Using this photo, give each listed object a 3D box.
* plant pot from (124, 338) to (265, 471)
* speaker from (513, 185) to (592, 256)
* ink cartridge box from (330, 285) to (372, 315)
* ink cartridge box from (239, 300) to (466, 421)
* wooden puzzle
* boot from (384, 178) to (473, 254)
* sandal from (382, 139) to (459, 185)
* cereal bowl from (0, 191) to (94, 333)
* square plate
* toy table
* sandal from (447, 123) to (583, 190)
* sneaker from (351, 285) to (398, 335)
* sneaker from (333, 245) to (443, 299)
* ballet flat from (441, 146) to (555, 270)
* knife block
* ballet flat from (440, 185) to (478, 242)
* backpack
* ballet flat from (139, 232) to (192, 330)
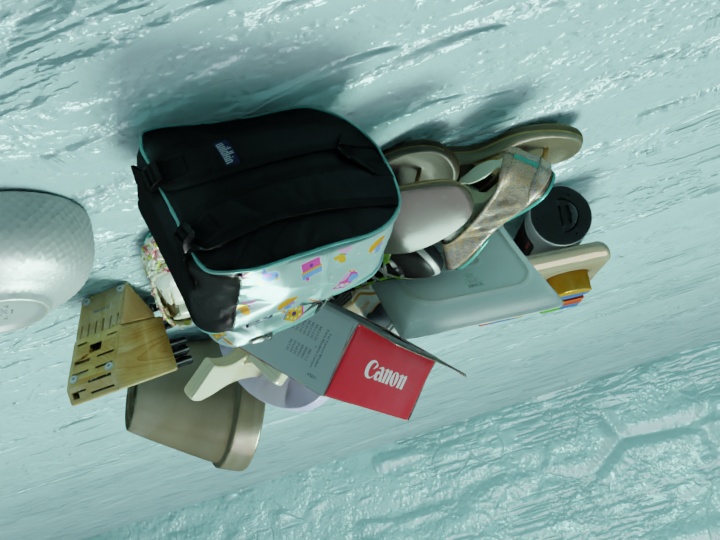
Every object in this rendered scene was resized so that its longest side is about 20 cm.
[{"bbox_3d":[-0.241,0.179,1.439,0.172,0.202,0.200,10,155,-19],"label":"plant pot"},{"bbox_3d":[0.245,-0.039,1.325,0.080,0.082,0.200,-14,164,-6],"label":"speaker"},{"bbox_3d":[0.044,0.023,1.350,0.198,0.076,0.165,-7,162,-25],"label":"ink cartridge box"},{"bbox_3d":[-0.006,0.094,1.065,0.175,0.084,0.200,26,179,32],"label":"ink cartridge box"},{"bbox_3d":[0.223,0.030,1.311,0.183,0.047,0.200,-12,162,-1],"label":"wooden puzzle"},{"bbox_3d":[0.014,-0.055,0.956,0.198,0.076,0.074,-17,125,23],"label":"boot"},{"bbox_3d":[0.013,-0.070,1.027,0.198,0.055,0.082,-19,138,24],"label":"sandal"},{"bbox_3d":[-0.342,0.006,0.935,0.198,0.084,0.200,-15,164,-4],"label":"cereal bowl"},{"bbox_3d":[0.104,-0.010,1.154,0.198,0.199,0.029,-11,129,-17],"label":"square plate"},{"bbox_3d":[-0.129,0.086,1.227,0.199,0.185,0.117,24,177,33],"label":"toy table"},{"bbox_3d":[0.140,-0.106,1.062,0.198,0.054,0.080,-13,161,-7],"label":"sandal"},{"bbox_3d":[0.066,-0.007,1.232,0.200,0.079,0.079,-50,175,-35],"label":"sneaker"},{"bbox_3d":[0.000,0.000,1.092,0.199,0.083,0.072,6,150,40],"label":"sneaker"},{"bbox_3d":[0.121,-0.068,1.032,0.067,0.068,0.200,28,143,-12],"label":"ballet flat"},{"bbox_3d":[-0.262,0.110,1.193,0.063,0.201,0.176,-20,133,14],"label":"knife block"},{"bbox_3d":[0.100,-0.065,1.134,0.199,0.073,0.072,-5,160,-33],"label":"ballet flat"},{"bbox_3d":[-0.072,-0.044,0.845,0.199,0.176,0.154,-21,146,-20],"label":"backpack"},{"bbox_3d":[-0.201,0.014,1.120,0.075,0.064,0.200,-14,162,-8],"label":"ballet flat"}]
